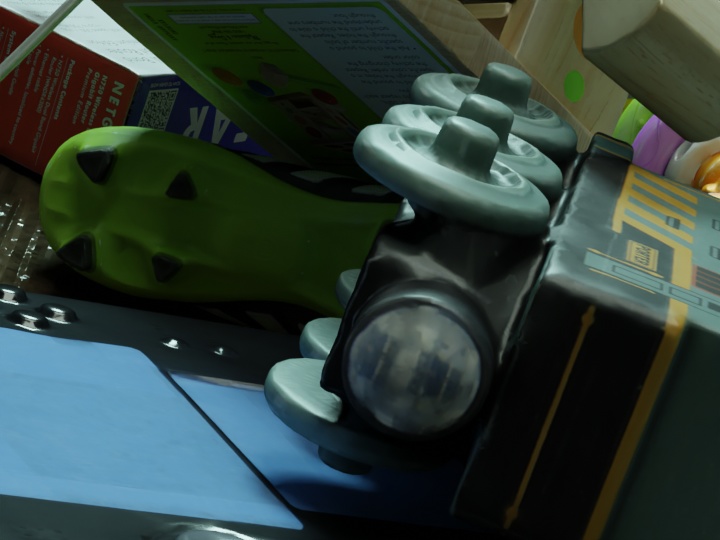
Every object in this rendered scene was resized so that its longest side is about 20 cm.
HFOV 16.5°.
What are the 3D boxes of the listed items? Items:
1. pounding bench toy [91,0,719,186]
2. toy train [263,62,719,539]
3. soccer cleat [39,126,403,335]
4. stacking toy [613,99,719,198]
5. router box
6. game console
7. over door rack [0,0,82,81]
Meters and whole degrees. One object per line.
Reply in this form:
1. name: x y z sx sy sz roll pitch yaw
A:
1. pounding bench toy: 0.053 -0.113 0.721 0.199 0.157 0.124 5 -26 46
2. toy train: 0.048 0.010 0.590 0.113 0.086 0.200 23 14 3
3. soccer cleat: 0.000 0.000 0.750 0.199 0.068 0.081 21 11 9
4. stacking toy: 0.130 -0.041 0.939 0.115 0.110 0.200 13 14 -14
5. router box: -0.108 -0.090 0.935 0.179 0.049 0.200 26 17 21
6. game console: -0.036 0.044 0.565 0.176 0.031 0.200 5 16 -25
7. over door rack: -0.124 -0.119 0.822 0.148 0.200 0.067 40 -20 31
